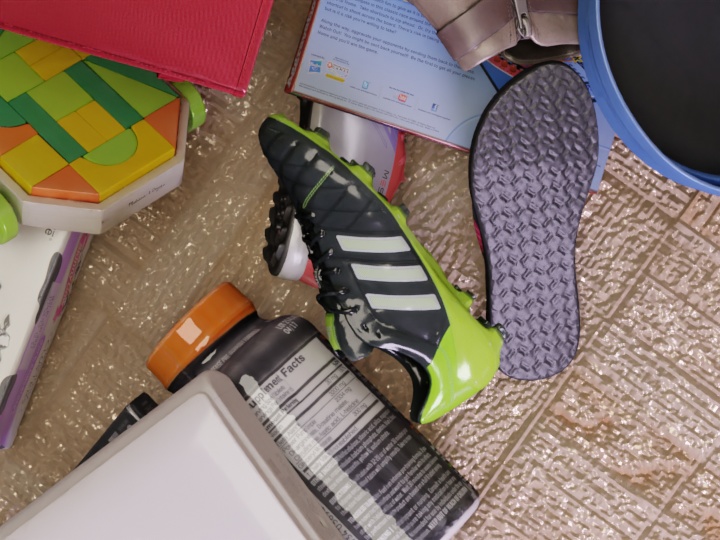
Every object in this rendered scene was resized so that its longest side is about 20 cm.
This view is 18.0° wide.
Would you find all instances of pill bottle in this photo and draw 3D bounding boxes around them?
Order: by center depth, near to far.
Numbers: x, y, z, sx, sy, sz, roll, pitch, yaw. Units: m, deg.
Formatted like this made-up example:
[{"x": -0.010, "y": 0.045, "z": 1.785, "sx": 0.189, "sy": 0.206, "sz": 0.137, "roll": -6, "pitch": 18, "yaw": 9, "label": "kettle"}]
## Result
[{"x": -0.033, "y": 0.100, "z": 1.326, "sx": 0.106, "sy": 0.106, "sz": 0.200, "roll": -45, "pitch": 85, "yaw": 3, "label": "pill bottle"}]

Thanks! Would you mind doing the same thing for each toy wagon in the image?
[{"x": -0.195, "y": -0.104, "z": 1.337, "sx": 0.155, "sy": 0.040, "sz": 0.200, "roll": -34, "pitch": 66, "yaw": -31, "label": "toy wagon"}]

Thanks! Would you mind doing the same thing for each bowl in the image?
[{"x": 0.213, "y": -0.139, "z": 1.300, "sx": 0.199, "sy": 0.039, "sz": 0.202, "roll": 2, "pitch": 84, "yaw": -24, "label": "bowl"}]

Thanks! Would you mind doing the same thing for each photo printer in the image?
[{"x": -0.111, "y": 0.177, "z": 1.252, "sx": 0.200, "sy": 0.069, "sz": 0.167, "roll": -36, "pitch": 88, "yaw": 11, "label": "photo printer"}]

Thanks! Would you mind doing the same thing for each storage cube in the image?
[{"x": -0.132, "y": -0.216, "z": 1.259, "sx": 0.179, "sy": 0.171, "sz": 0.201, "roll": 14, "pitch": 101, "yaw": -13, "label": "storage cube"}]

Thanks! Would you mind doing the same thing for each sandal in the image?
[{"x": 0.097, "y": -0.031, "z": 1.325, "sx": 0.075, "sy": 0.045, "sz": 0.201, "roll": -4, "pitch": 118, "yaw": -7, "label": "sandal"}]

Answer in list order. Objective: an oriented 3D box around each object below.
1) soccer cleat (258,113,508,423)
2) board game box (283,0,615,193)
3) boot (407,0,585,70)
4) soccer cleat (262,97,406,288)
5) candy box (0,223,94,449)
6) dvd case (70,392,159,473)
[{"x": 0.000, "y": 0.000, "z": 1.291, "sx": 0.081, "sy": 0.068, "sz": 0.200, "roll": -42, "pitch": 100, "yaw": -8, "label": "soccer cleat"}, {"x": 0.063, "y": -0.123, "z": 1.328, "sx": 0.199, "sy": 0.019, "sz": 0.104, "roll": 17, "pitch": 91, "yaw": -17, "label": "board game box"}, {"x": 0.103, "y": -0.195, "z": 1.307, "sx": 0.199, "sy": 0.070, "sz": 0.147, "roll": -18, "pitch": 85, "yaw": -27, "label": "boot"}, {"x": -0.002, "y": -0.087, "z": 1.355, "sx": 0.073, "sy": 0.068, "sz": 0.201, "roll": 14, "pitch": 88, "yaw": -15, "label": "soccer cleat"}, {"x": -0.277, "y": -0.005, "z": 1.368, "sx": 0.199, "sy": 0.072, "sz": 0.169, "roll": 22, "pitch": 90, "yaw": 6, "label": "candy box"}, {"x": -0.097, "y": 0.187, "z": 1.330, "sx": 0.200, "sy": 0.025, "sz": 0.150, "roll": 46, "pitch": 129, "yaw": 4, "label": "dvd case"}]
